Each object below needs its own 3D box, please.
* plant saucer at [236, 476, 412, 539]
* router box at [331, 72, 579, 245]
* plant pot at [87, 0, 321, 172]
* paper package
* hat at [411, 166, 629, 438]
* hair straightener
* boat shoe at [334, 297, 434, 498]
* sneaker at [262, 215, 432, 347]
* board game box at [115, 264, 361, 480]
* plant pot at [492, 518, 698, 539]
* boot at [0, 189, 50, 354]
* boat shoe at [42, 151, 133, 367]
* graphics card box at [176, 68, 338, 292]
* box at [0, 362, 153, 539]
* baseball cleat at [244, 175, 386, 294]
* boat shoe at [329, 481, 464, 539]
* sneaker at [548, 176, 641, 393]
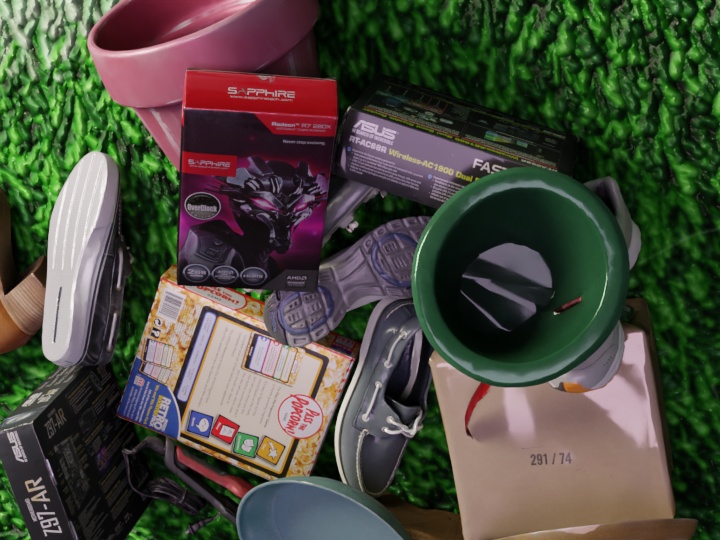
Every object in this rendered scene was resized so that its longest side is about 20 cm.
[{"bbox_3d":[-0.021,0.258,1.478,0.198,0.036,0.202,18,135,18],"label":"plant saucer"},{"bbox_3d":[0.086,-0.099,1.358,0.198,0.150,0.063,18,110,5],"label":"router box"},{"bbox_3d":[-0.113,-0.157,1.368,0.198,0.201,0.180,-15,119,14],"label":"plant pot"},{"bbox_3d":[0.176,0.137,1.437,0.197,0.104,0.193,-9,105,14],"label":"paper package"},{"bbox_3d":[0.123,0.018,1.317,0.199,0.176,0.166,-36,84,3],"label":"hat"},{"bbox_3d":[-0.151,0.226,1.525,0.199,0.041,0.077,32,101,-22],"label":"hair straightener"},{"bbox_3d":[0.028,0.126,1.468,0.072,0.062,0.203,1,107,-36],"label":"boat shoe"},{"bbox_3d":[0.000,0.000,1.447,0.198,0.087,0.075,-22,100,-3],"label":"sneaker"},{"bbox_3d":[-0.117,0.105,1.511,0.198,0.046,0.153,23,109,3],"label":"board game box"},{"bbox_3d":[0.205,0.249,1.419,0.197,0.200,0.028,-8,75,13],"label":"plant pot"},{"bbox_3d":[-0.392,-0.002,1.517,0.154,0.074,0.201,-34,97,20],"label":"boot"},{"bbox_3d":[-0.251,-0.008,1.491,0.072,0.070,0.203,11,90,43],"label":"boat shoe"},{"bbox_3d":[-0.088,-0.069,1.301,0.124,0.051,0.201,3,136,-7],"label":"graphics card box"},{"bbox_3d":[-0.262,0.182,1.479,0.043,0.200,0.162,-15,104,14],"label":"box"},{"bbox_3d":[-0.069,-0.055,1.421,0.107,0.070,0.200,49,126,-4],"label":"baseball cleat"},{"bbox_3d":[0.035,0.259,1.513,0.198,0.073,0.066,17,115,11],"label":"boat shoe"},{"bbox_3d":[0.188,0.007,1.343,0.075,0.202,0.092,-1,141,21],"label":"sneaker"}]
